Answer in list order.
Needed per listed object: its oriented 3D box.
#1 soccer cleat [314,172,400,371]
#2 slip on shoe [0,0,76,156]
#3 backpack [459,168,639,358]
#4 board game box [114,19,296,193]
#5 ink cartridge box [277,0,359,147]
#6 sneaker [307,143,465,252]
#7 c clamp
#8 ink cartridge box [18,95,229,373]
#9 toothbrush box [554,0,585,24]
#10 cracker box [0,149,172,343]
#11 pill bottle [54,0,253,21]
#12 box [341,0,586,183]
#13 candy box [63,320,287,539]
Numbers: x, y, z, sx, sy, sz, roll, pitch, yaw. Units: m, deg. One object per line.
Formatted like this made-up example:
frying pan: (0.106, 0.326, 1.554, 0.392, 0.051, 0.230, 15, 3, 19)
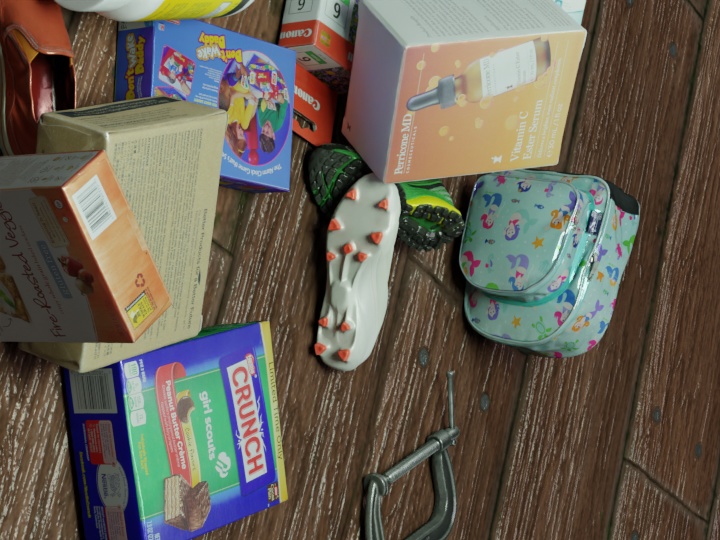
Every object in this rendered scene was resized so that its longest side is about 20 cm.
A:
soccer cleat: (0.000, 0.000, 1.856, 0.077, 0.069, 0.202, -12, 117, -65)
slip on shoe: (-0.260, -0.184, 1.523, 0.074, 0.061, 0.202, -3, 90, -52)
backpack: (0.197, -0.009, 2.052, 0.150, 0.177, 0.202, 15, 87, -49)
board game box: (-0.138, -0.150, 1.702, 0.199, 0.045, 0.136, 11, 80, -53)
ink cartridge box: (-0.028, -0.229, 1.852, 0.109, 0.050, 0.202, 30, 63, -50)
sneaker: (0.017, -0.085, 1.908, 0.199, 0.078, 0.086, 24, 33, -44)
c clamp: (0.054, 0.223, 1.975, 0.200, 0.027, 0.172, -36, 122, -50)
ink cartridge box: (-0.194, -0.034, 1.539, 0.164, 0.075, 0.202, -18, 120, -58)
toothbrush box: (0.174, -0.248, 1.993, 0.147, 0.085, 0.201, -104, -156, -67)
cracker box: (-0.252, -0.015, 1.409, 0.058, 0.199, 0.135, -47, 125, -42)
pill bottle: (-0.171, -0.264, 1.554, 0.200, 0.114, 0.115, -16, 102, -58)
box: (0.098, -0.183, 1.829, 0.199, 0.106, 0.153, -9, 127, -24)
candy box: (-0.156, 0.143, 1.639, 0.199, 0.077, 0.171, -15, 99, -55)
